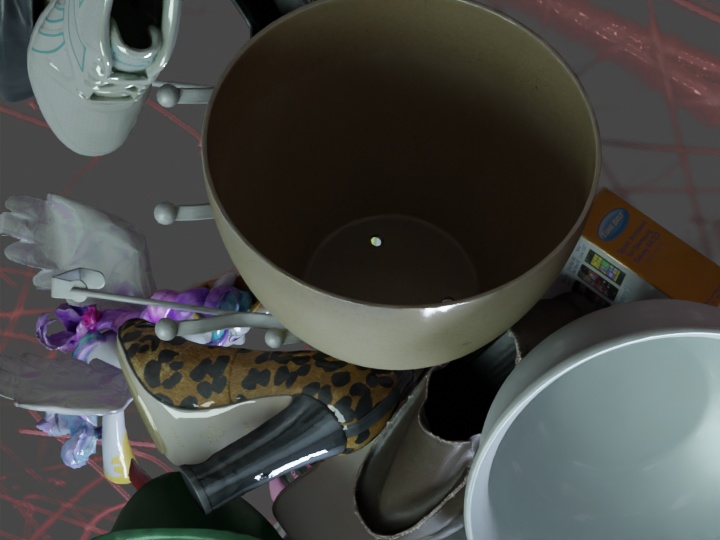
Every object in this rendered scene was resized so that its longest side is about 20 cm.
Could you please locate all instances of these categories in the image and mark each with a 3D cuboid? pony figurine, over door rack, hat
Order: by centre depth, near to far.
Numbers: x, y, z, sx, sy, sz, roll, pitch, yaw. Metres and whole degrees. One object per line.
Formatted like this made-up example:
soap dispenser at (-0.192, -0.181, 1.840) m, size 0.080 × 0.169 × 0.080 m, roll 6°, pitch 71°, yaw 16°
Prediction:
over door rack at (-0.114, -0.040, 1.730) m, size 0.199 × 0.066 × 0.148 m, roll 11°, pitch 105°, yaw 39°
hat at (-0.091, 0.130, 1.755) m, size 0.199 × 0.177 × 0.166 m, roll -8°, pitch 139°, yaw 21°
pony figurine at (-0.146, 0.053, 1.890) m, size 0.192 × 0.167 × 0.200 m, roll 8°, pitch 143°, yaw -7°

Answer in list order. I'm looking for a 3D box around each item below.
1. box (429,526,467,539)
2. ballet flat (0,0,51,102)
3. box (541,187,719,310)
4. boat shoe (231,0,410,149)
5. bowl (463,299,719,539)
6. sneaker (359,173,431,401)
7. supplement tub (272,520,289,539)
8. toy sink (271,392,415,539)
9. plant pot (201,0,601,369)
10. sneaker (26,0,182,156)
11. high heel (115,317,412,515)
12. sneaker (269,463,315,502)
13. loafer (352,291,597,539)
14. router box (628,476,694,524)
box at (0.148, 0.160, 1.671) m, size 0.200 × 0.143 × 0.036 m, roll 33°, pitch -168°, yaw 2°
ballet flat at (-0.171, -0.153, 1.679) m, size 0.073 × 0.073 × 0.200 m, roll 31°, pitch 145°, yaw 17°
box at (0.170, 0.039, 1.605) m, size 0.200 × 0.041 × 0.119 m, roll 37°, pitch 149°, yaw 11°
boat shoe at (-0.034, -0.131, 1.588) m, size 0.070 × 0.066 × 0.200 m, roll 2°, pitch 131°, yaw 46°
bowl at (0.144, 0.086, 1.527) m, size 0.200 × 0.091 × 0.202 m, roll -5°, pitch 125°, yaw -7°
sneaker at (0.000, 0.000, 1.705) m, size 0.090 × 0.078 × 0.200 m, roll 32°, pitch 148°, yaw 19°
supplement tub at (-0.005, 0.262, 1.991) m, size 0.200 × 0.123 × 0.123 m, roll 44°, pitch 149°, yaw -3°
toy sink at (0.058, 0.168, 1.758) m, size 0.200 × 0.130 × 0.112 m, roll 53°, pitch -170°, yaw -5°
plant pot at (0.019, -0.027, 1.536) m, size 0.200 × 0.200 × 0.135 m, roll 30°, pitch 150°, yaw 18°
sneaker at (-0.136, -0.125, 1.613) m, size 0.201 × 0.070 × 0.080 m, roll 106°, pitch 153°, yaw -47°
high heel at (-0.059, 0.058, 1.729) m, size 0.200 × 0.142 × 0.072 m, roll 51°, pitch 165°, yaw 54°
sneaker at (0.024, 0.133, 1.858) m, size 0.199 × 0.079 × 0.096 m, roll 21°, pitch 132°, yaw 28°
loafer at (0.050, 0.078, 1.617) m, size 0.200 × 0.071 × 0.073 m, roll -50°, pitch 53°, yaw 33°
router box at (0.173, 0.225, 1.637) m, size 0.200 × 0.049 × 0.180 m, roll 34°, pitch 104°, yaw 1°
